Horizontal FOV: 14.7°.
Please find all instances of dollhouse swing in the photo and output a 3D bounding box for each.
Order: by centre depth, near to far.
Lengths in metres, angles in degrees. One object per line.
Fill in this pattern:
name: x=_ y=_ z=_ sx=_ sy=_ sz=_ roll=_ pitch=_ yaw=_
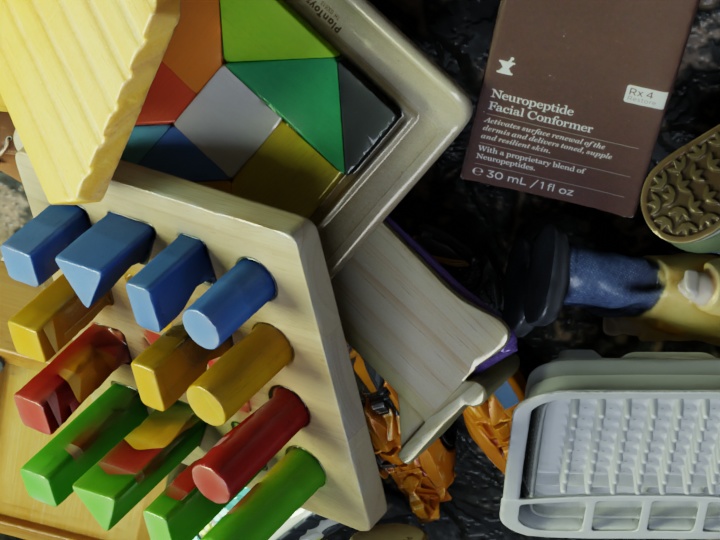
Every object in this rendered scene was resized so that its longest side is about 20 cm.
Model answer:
dollhouse swing: x=-0.203 y=-0.152 z=1.409 sx=0.181 sy=0.176 sz=0.200 roll=11 pitch=130 yaw=-21

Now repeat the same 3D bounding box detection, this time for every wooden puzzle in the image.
wooden puzzle: x=-0.067 y=-0.076 z=1.482 sx=0.185 sy=0.037 sz=0.200 roll=43 pitch=109 yaw=5

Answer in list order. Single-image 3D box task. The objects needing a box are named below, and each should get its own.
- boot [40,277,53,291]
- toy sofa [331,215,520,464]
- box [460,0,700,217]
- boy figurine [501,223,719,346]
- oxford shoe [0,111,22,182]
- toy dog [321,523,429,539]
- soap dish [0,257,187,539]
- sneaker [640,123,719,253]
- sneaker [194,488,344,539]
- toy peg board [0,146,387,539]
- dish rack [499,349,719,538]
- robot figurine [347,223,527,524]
boot: x=-0.100 y=0.039 z=1.613 sx=0.200 sy=0.074 sz=0.075 roll=39 pitch=148 yaw=-6
toy sofa: x=0.000 y=0.000 z=1.538 sx=0.200 sy=0.083 sz=0.098 roll=44 pitch=108 yaw=5
box: x=0.121 y=-0.130 z=1.452 sx=0.100 sy=0.075 sz=0.201 roll=13 pitch=131 yaw=2
boy figurine: x=0.179 y=0.023 z=1.567 sx=0.199 sy=0.065 sz=0.124 roll=13 pitch=164 yaw=-20
oxford shoe: x=-0.210 y=-0.080 z=1.573 sx=0.200 sy=0.071 sz=0.071 roll=34 pitch=128 yaw=-20
toy dog: x=0.003 y=0.186 z=1.736 sx=0.096 sy=0.200 sz=0.132 roll=-10 pitch=125 yaw=-34
soap dish: x=-0.172 y=0.091 z=1.711 sx=0.156 sy=0.081 sz=0.201 roll=15 pitch=134 yaw=-1
sneaker: x=0.247 y=-0.067 z=1.491 sx=0.199 sy=0.067 sz=0.090 roll=-28 pitch=162 yaw=10
sneaker: x=-0.075 y=0.145 z=1.678 sx=0.200 sy=0.080 sz=0.077 roll=-35 pitch=160 yaw=26
toy peg board: x=-0.108 y=0.056 z=1.474 sx=0.199 sy=0.098 sz=0.200 roll=17 pitch=136 yaw=35
dish rack: x=0.167 y=0.095 z=1.585 sx=0.171 sy=0.044 sz=0.200 roll=1 pitch=153 yaw=1
robot figurine: x=0.033 y=0.058 z=1.650 sx=0.144 sy=0.058 sz=0.200 roll=-16 pitch=127 yaw=24
